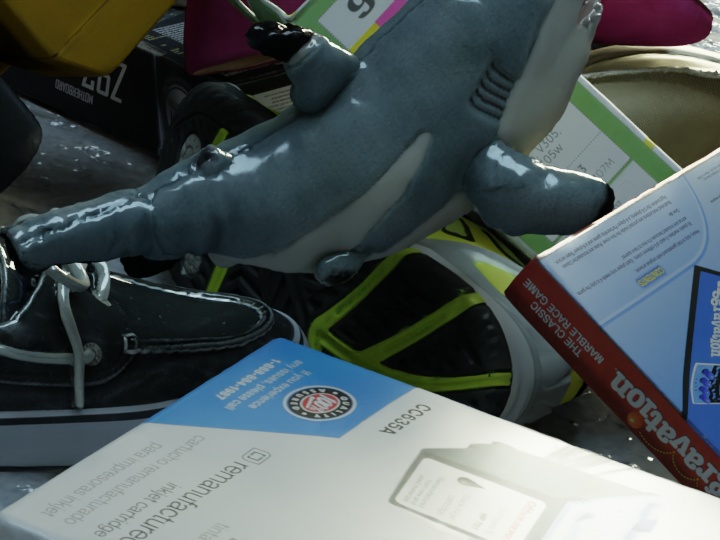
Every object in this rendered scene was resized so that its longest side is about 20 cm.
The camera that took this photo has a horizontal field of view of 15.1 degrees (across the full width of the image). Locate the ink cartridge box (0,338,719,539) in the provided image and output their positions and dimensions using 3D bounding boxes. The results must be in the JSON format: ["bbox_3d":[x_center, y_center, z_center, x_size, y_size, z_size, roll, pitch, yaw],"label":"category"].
[{"bbox_3d":[0.025,0.104,0.678,0.199,0.086,0.146,18,24,23],"label":"ink cartridge box"}]

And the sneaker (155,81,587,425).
[{"bbox_3d":[0.000,0.000,0.943,0.076,0.076,0.200,2,30,-45],"label":"sneaker"}]

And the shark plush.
[{"bbox_3d":[-0.016,-0.048,0.834,0.199,0.084,0.091,-16,34,-7],"label":"shark plush"}]

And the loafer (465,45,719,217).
[{"bbox_3d":[0.075,-0.041,1.055,0.199,0.076,0.068,-6,27,-11],"label":"loafer"}]

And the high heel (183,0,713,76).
[{"bbox_3d":[0.033,-0.094,1.058,0.199,0.097,0.067,16,-11,11],"label":"high heel"}]

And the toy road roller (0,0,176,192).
[{"bbox_3d":[-0.160,-0.121,1.017,0.200,0.123,0.146,-49,28,-18],"label":"toy road roller"}]

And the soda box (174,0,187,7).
[{"bbox_3d":[-0.057,-0.149,1.139,0.199,0.069,0.063,12,23,7],"label":"soda box"}]

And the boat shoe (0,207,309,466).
[{"bbox_3d":[-0.105,0.016,0.850,0.198,0.068,0.074,-1,25,-22],"label":"boat shoe"}]

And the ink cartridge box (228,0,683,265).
[{"bbox_3d":[0.030,-0.067,0.954,0.200,0.059,0.104,42,0,5],"label":"ink cartridge box"}]

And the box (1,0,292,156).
[{"bbox_3d":[-0.052,-0.104,1.179,0.160,0.044,0.200,24,27,32],"label":"box"}]

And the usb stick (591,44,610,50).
[{"bbox_3d":[0.037,-0.146,1.327,0.199,0.033,0.055,16,17,15],"label":"usb stick"}]

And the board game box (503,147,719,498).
[{"bbox_3d":[0.129,0.011,0.849,0.103,0.019,0.200,46,33,11],"label":"board game box"}]
